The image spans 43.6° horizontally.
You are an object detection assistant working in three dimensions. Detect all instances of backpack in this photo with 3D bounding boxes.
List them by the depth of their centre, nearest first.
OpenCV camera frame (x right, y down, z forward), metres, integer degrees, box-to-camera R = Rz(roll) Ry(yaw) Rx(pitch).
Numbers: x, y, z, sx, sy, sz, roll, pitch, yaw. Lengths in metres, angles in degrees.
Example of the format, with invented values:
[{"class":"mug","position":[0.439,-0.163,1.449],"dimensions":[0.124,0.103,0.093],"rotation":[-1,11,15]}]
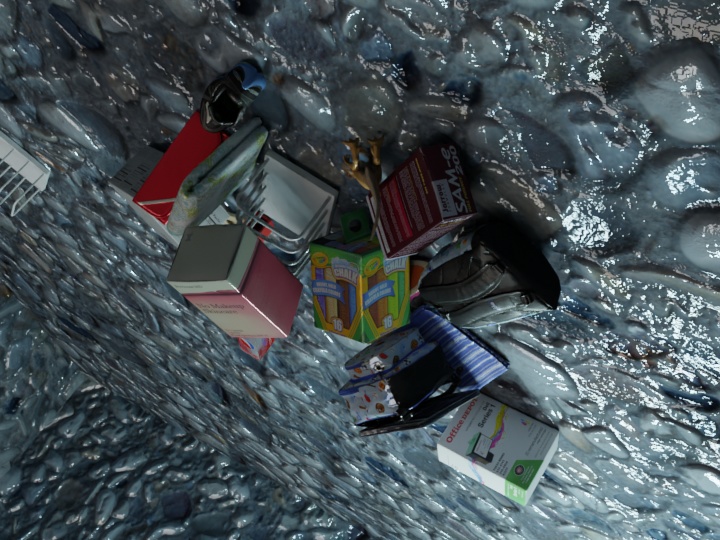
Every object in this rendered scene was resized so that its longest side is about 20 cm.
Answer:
[{"class":"backpack","position":[0.179,0.011,1.348],"dimensions":[0.163,0.154,0.200],"rotation":[40,133,-14]},{"class":"backpack","position":[0.053,0.203,1.655],"dimensions":[0.190,0.200,0.154],"rotation":[-35,81,41]}]

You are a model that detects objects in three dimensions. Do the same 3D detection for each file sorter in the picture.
[{"class":"file sorter","position":[-0.139,-0.082,1.568],"dimensions":[0.139,0.125,0.200],"rotation":[32,154,6]},{"class":"file sorter","position":[-0.902,-0.250,2.251],"dimensions":[0.200,0.125,0.139],"rotation":[40,155,-11]}]

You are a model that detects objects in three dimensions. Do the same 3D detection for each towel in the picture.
[{"class":"towel","position":[-0.240,-0.154,1.497],"dimensions":[0.048,0.200,0.171],"rotation":[41,153,1]},{"class":"towel","position":[0.164,0.151,1.683],"dimensions":[0.200,0.024,0.145],"rotation":[38,139,-4]}]

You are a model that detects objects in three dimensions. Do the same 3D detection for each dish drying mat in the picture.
[{"class":"dish drying mat","position":[-0.316,-0.179,1.583],"dimensions":[0.077,0.200,0.018],"rotation":[38,-168,-4]}]

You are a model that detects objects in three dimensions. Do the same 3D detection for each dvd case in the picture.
[{"class":"dvd case","position":[0.113,0.265,1.676],"dimensions":[0.149,0.200,0.016],"rotation":[-17,89,39]}]

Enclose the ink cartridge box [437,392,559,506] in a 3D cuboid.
[{"class":"ink cartridge box","position":[0.271,0.348,1.789],"dimensions":[0.200,0.145,0.084],"rotation":[25,152,24]}]

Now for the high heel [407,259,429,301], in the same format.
[{"class":"high heel","position":[0.090,0.025,1.596],"dimensions":[0.096,0.068,0.200],"rotation":[0,165,-38]}]

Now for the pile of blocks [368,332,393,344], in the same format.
[{"class":"pile of blocks","position":[0.082,0.153,1.775],"dimensions":[0.200,0.062,0.082],"rotation":[42,110,-7]}]

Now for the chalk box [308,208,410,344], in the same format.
[{"class":"chalk box","position":[0.000,0.000,1.508],"dimensions":[0.124,0.125,0.200],"rotation":[16,117,40]}]

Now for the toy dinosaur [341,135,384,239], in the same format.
[{"class":"toy dinosaur","position":[0.015,-0.139,1.321],"dimensions":[0.200,0.060,0.106],"rotation":[-113,12,-62]}]

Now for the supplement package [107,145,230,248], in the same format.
[{"class":"supplement package","position":[-0.371,-0.138,1.735],"dimensions":[0.156,0.111,0.200],"rotation":[51,168,-31]}]

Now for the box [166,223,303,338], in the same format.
[{"class":"box","position":[-0.205,0.021,1.504],"dimensions":[0.128,0.109,0.200],"rotation":[-2,149,29]}]

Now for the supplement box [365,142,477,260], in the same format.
[{"class":"supplement box","position":[0.083,-0.096,1.298],"dimensions":[0.200,0.061,0.109],"rotation":[-35,70,64]}]

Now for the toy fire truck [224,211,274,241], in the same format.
[{"class":"toy fire truck","position":[-0.255,-0.081,1.818],"dimensions":[0.200,0.049,0.141],"rotation":[24,152,26]}]

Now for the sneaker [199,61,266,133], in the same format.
[{"class":"sneaker","position":[-0.216,-0.262,1.414],"dimensions":[0.071,0.083,0.200],"rotation":[43,154,-14]}]

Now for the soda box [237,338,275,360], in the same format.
[{"class":"soda box","position":[-0.259,0.137,2.177],"dimensions":[0.063,0.070,0.200],"rotation":[28,153,15]}]
